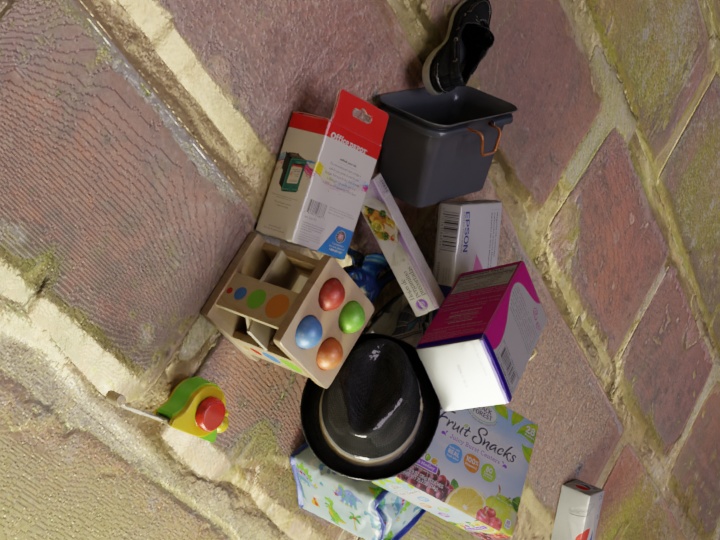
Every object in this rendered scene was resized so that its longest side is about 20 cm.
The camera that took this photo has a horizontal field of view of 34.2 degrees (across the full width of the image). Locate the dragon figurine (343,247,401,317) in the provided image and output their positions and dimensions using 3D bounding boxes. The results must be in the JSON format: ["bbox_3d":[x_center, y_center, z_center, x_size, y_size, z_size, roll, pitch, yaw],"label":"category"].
[{"bbox_3d":[0.000,0.000,1.606,0.200,0.059,0.100,36,73,-56],"label":"dragon figurine"}]

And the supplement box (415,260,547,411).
[{"bbox_3d":[0.164,0.084,1.545,0.101,0.103,0.200,66,34,-20],"label":"supplement box"}]

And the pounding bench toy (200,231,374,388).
[{"bbox_3d":[-0.066,0.070,1.474,0.124,0.156,0.200,-59,141,-17],"label":"pounding bench toy"}]

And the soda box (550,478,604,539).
[{"bbox_3d":[0.427,0.525,2.337,0.063,0.068,0.201,-3,107,-50],"label":"soda box"}]

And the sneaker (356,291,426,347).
[{"bbox_3d":[0.057,0.089,1.653,0.086,0.078,0.200,49,40,-2],"label":"sneaker"}]

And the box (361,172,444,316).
[{"bbox_3d":[0.051,-0.035,1.595,0.200,0.039,0.041,62,23,-9],"label":"box"}]

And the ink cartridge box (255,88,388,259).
[{"bbox_3d":[-0.046,-0.126,1.494,0.116,0.067,0.201,19,89,-53],"label":"ink cartridge box"}]

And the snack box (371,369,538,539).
[{"bbox_3d":[0.130,0.245,1.575,0.200,0.068,0.169,32,60,-22],"label":"snack box"}]

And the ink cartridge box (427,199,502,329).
[{"bbox_3d":[0.166,-0.004,1.710,0.200,0.043,0.197,-9,105,-58],"label":"ink cartridge box"}]

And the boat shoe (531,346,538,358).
[{"bbox_3d":[0.173,0.155,1.746,0.200,0.065,0.072,-35,142,8],"label":"boat shoe"}]

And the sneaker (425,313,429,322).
[{"bbox_3d":[0.147,0.025,1.801,0.200,0.075,0.116,1,98,-62],"label":"sneaker"}]

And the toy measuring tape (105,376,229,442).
[{"bbox_3d":[-0.218,0.152,1.390,0.200,0.073,0.074,34,77,-52],"label":"toy measuring tape"}]

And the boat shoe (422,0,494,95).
[{"bbox_3d":[0.155,-0.323,1.649,0.199,0.066,0.075,-54,131,-38],"label":"boat shoe"}]

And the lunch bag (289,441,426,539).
[{"bbox_3d":[0.028,0.271,1.659,0.200,0.170,0.128,-35,132,-38],"label":"lunch bag"}]

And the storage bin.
[{"bbox_3d":[0.120,-0.170,1.639,0.200,0.145,0.135,-20,129,-46],"label":"storage bin"}]

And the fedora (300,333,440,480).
[{"bbox_3d":[0.013,0.159,1.477,0.201,0.200,0.092,-53,164,-24],"label":"fedora"}]
